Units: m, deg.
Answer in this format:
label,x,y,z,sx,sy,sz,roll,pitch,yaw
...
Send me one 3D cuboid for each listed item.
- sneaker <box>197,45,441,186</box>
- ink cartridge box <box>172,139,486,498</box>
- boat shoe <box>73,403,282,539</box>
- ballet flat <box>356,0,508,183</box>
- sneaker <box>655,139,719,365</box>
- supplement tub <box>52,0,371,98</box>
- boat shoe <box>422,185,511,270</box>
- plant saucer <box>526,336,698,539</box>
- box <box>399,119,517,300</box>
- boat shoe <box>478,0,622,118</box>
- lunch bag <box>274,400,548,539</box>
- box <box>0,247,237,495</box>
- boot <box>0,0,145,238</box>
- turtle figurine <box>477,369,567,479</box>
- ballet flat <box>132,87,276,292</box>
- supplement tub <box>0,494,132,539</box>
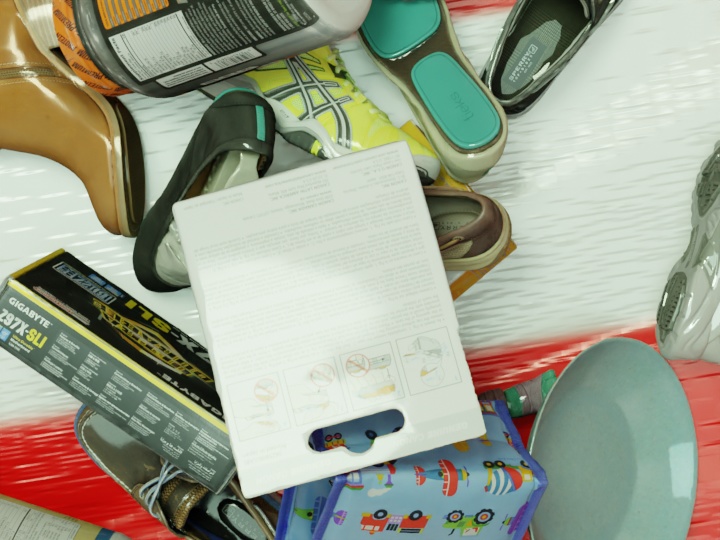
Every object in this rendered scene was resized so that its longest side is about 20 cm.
label,x,y,z,sx,sy,sz,roll,pitch,yaw
sneaker,-0.028,-0.121,1.126,0.200,0.075,0.076,29,93,15
ink cartridge box,-0.022,0.031,1.025,0.162,0.057,0.200,-15,80,0
boat shoe,-0.127,0.159,1.182,0.200,0.072,0.072,32,96,-3
ballet flat,0.046,-0.147,1.138,0.069,0.069,0.200,-26,66,4
sneaker,0.288,-0.021,1.158,0.099,0.078,0.200,15,104,-9
supplement tub,-0.102,-0.189,1.069,0.200,0.123,0.123,-13,97,32
boat shoe,0.001,-0.029,1.102,0.200,0.072,0.072,-1,77,18
plant saucer,0.172,0.148,1.149,0.201,0.039,0.201,-1,91,-43
box,0.000,0.000,1.155,0.200,0.041,0.119,-40,69,8
boat shoe,0.152,-0.194,1.133,0.072,0.071,0.200,29,96,-2
lunch bag,0.019,0.192,1.090,0.150,0.094,0.200,3,121,-21
box,-0.160,0.067,1.128,0.200,0.160,0.049,35,96,-2
boot,-0.247,-0.104,1.151,0.155,0.077,0.200,-16,97,4
turtle figurine,0.048,0.131,1.162,0.200,0.101,0.150,-6,112,-10
ballet flat,-0.112,-0.037,1.115,0.068,0.068,0.200,3,135,-27
supplement tub,-0.275,0.236,1.159,0.200,0.145,0.145,18,97,-1
